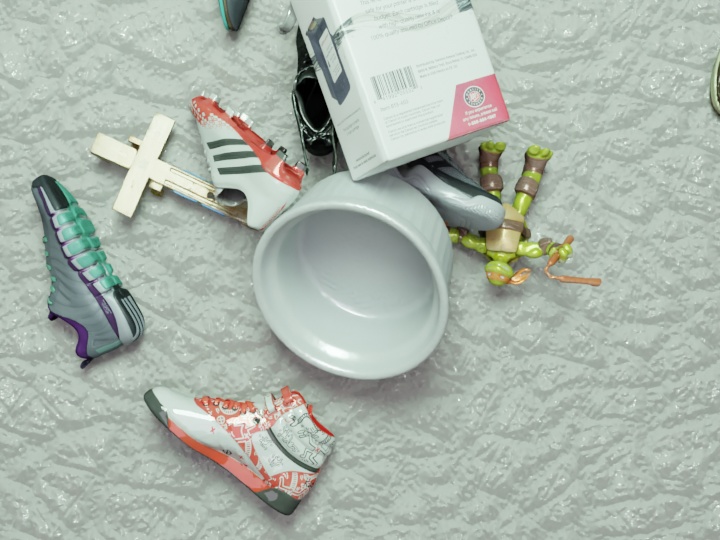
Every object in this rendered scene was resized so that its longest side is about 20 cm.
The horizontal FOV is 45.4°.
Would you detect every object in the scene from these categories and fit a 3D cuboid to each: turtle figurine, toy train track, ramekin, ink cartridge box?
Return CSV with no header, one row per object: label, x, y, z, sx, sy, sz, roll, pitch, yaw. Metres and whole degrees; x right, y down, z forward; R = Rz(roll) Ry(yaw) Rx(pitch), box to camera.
turtle figurine,0.164,-0.050,0.918,0.196,0.064,0.164,6,78,22
toy train track,-0.196,-0.094,0.938,0.197,0.033,0.116,25,80,-5
ramekin,0.000,0.000,0.859,0.197,0.098,0.204,9,124,14
ink cartridge box,0.033,-0.207,0.802,0.143,0.084,0.203,-21,92,-24

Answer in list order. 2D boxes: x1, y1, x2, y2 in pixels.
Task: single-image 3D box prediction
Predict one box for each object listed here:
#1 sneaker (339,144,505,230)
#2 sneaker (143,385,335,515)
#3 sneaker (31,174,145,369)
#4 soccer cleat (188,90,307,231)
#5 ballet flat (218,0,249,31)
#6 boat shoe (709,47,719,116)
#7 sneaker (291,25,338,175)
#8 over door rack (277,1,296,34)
sneaker,0.080,-0.126,0.898,0.198,0.076,0.115,28,82,25
sneaker,-0.121,0.155,0.907,0.200,0.067,0.109,37,86,-2
sneaker,-0.313,0.001,0.909,0.087,0.074,0.202,-30,89,3
soccer cleat,-0.132,-0.115,0.883,0.200,0.068,0.086,42,100,37
ballet flat,-0.139,-0.364,0.932,0.072,0.073,0.204,-15,85,-2
boat shoe,0.447,-0.261,0.930,0.074,0.075,0.205,27,87,1
sneaker,-0.042,-0.196,0.905,0.059,0.104,0.204,0,87,0
over door rack,-0.002,-0.304,0.902,0.146,0.066,0.204,18,68,-21
